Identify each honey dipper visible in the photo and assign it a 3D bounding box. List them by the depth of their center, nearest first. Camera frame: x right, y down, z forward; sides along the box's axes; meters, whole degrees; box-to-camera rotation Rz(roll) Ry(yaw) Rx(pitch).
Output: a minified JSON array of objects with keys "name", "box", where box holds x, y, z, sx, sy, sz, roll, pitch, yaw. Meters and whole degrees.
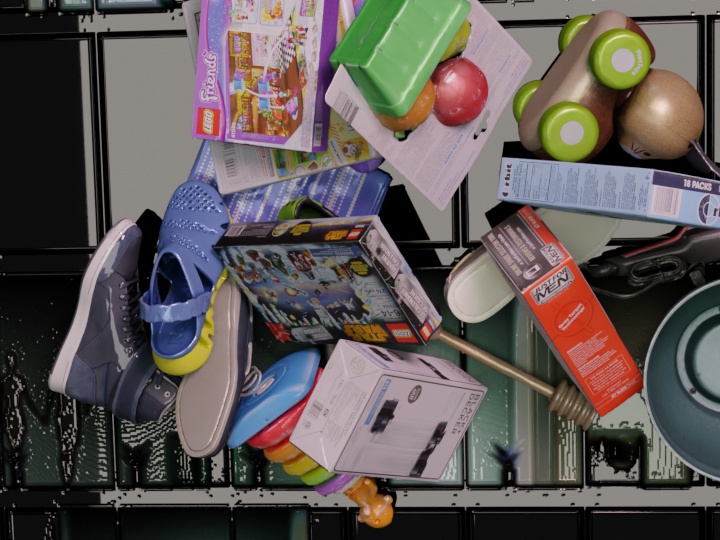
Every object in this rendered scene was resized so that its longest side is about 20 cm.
[{"name":"honey dipper","box":[0.152,0.100,1.722,0.199,0.038,0.038,29,99,4]}]

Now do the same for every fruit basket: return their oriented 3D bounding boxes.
[{"name":"fruit basket","box":[0.065,-0.186,1.622,0.093,0.200,0.186,21,76,44]}]

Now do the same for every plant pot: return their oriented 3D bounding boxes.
[{"name":"plant pot","box":[0.372,0.097,1.650,0.199,0.134,0.202,1,97,4]}]

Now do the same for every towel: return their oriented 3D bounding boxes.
[{"name":"towel","box":[-0.083,-0.070,1.726,0.199,0.024,0.146,23,98,2]}]

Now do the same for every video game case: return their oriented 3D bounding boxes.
[{"name":"video game case","box":[-0.080,-0.191,1.674,0.181,0.023,0.201,-12,89,25]}]

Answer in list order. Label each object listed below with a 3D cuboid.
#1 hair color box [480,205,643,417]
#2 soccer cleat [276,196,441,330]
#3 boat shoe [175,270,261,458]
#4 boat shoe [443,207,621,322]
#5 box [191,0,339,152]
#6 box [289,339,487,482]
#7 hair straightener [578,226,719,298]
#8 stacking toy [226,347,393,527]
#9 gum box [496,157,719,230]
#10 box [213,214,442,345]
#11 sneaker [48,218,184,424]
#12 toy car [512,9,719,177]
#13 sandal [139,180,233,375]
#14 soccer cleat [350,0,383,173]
[{"name":"hair color box","box":[0.198,0.041,1.626,0.061,0.102,0.200,-35,130,2]},{"name":"soccer cleat","box":[0.000,0.000,1.672,0.200,0.081,0.068,38,75,-5]},{"name":"boat shoe","box":[-0.141,0.099,1.691,0.074,0.062,0.201,-15,58,24]},{"name":"boat shoe","box":[0.170,-0.021,1.686,0.201,0.060,0.072,-33,102,-2]},{"name":"box","box":[-0.092,-0.222,1.642,0.136,0.039,0.201,9,98,24]},{"name":"box","box":[0.031,0.141,1.655,0.060,0.200,0.117,33,99,34]},{"name":"hair straightener","box":[0.313,-0.015,1.657,0.199,0.077,0.041,-13,116,-2]},{"name":"stacking toy","box":[-0.033,0.188,1.724,0.116,0.110,0.200,-38,104,18]},{"name":"gum box","box":[0.253,-0.068,1.541,0.169,0.200,0.045,6,93,-37]},{"name":"box","box":[-0.034,0.012,1.633,0.199,0.040,0.137,-2,133,43]},{"name":"sneaker","box":[-0.222,0.060,1.722,0.146,0.077,0.203,24,108,12]},{"name":"toy car","box":[0.268,-0.139,1.627,0.199,0.164,0.158,33,99,-12]},{"name":"sandal","box":[-0.174,-0.003,1.664,0.079,0.087,0.201,-4,63,15]},{"name":"soccer cleat","box":[0.015,-0.197,1.668,0.066,0.076,0.201,1,95,-38]}]
